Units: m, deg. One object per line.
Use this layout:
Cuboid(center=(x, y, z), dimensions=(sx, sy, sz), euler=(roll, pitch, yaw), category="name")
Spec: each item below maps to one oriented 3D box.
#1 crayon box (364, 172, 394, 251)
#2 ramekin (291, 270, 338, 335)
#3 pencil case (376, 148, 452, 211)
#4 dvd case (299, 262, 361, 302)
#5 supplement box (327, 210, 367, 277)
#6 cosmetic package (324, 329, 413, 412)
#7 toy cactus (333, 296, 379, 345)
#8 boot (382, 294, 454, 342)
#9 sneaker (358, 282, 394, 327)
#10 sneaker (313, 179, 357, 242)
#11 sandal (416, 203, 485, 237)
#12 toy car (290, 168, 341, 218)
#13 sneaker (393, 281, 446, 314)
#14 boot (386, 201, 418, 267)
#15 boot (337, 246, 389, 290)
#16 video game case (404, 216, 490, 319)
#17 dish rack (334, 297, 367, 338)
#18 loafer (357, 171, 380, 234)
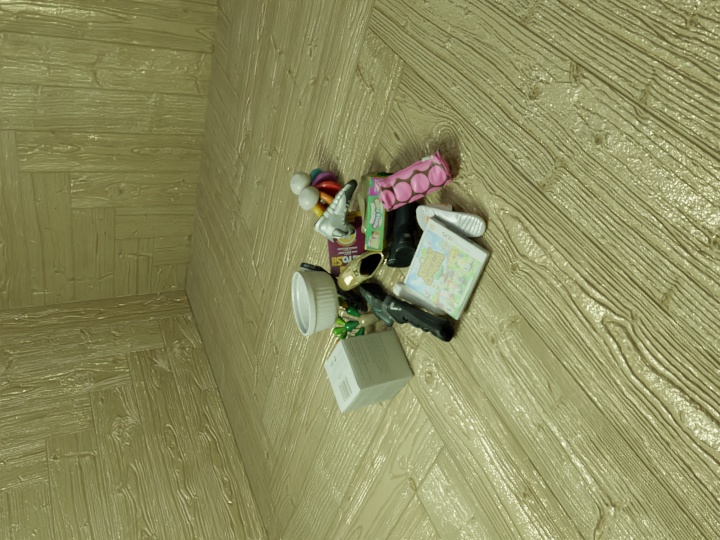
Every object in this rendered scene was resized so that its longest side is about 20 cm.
Cuboid(center=(0.060, -0.174, 1.636), dimensions=(0.173, 0.057, 0.205), euler=(-43, -42, -71), category="crayon box")
Cuboid(center=(-0.142, 0.097, 1.792), dimensions=(0.199, 0.103, 0.206), euler=(172, 90, -69), category="ramekin")
Cuboid(center=(0.135, -0.234, 1.473), dimensions=(0.197, 0.094, 0.092), euler=(-26, 53, 14), category="pencil case")
Cuboid(center=(-0.103, 0.040, 1.944), dimensions=(0.149, 0.199, 0.025), euler=(12, 68, 59), category="dvd case")
Cuboid(center=(-0.039, -0.086, 1.824), dimensions=(0.103, 0.127, 0.206), euler=(-25, -70, -83), category="supplement box")
Cuboid(center=(0.022, 0.308, 1.746), dimensions=(0.168, 0.196, 0.169), euler=(-57, 48, 46), category="cosmetic package")
Cuboid(center=(-0.019, 0.170, 1.840), dimensions=(0.102, 0.162, 0.205), euler=(21, -129, -76), category="toy cactus")
Cuboid(center=(0.176, 0.139, 1.567), dimensions=(0.197, 0.164, 0.067), euler=(19, 86, 34), category="boot")
Cuboid(center=(0.050, 0.104, 1.786), dimensions=(0.200, 0.074, 0.081), euler=(40, 131, 51), category="sneaker")
Cuboid(center=(-0.045, -0.172, 1.738), dimensions=(0.115, 0.075, 0.201), euler=(40, 108, 0), category="sneaker")
Cuboid(center=(0.237, -0.128, 1.449), dimensions=(0.203, 0.059, 0.081), euler=(14, 125, 37), category="sandal")
Cuboid(center=(-0.140, -0.279, 1.994), dimensions=(0.150, 0.174, 0.202), euler=(-41, 52, 13), category="toy car")
Cuboid(center=(0.172, 0.035, 1.575), dimensions=(0.198, 0.073, 0.119), euler=(22, 113, 46), category="sneaker")
Cuboid(center=(0.122, -0.113, 1.630), dimensions=(0.201, 0.074, 0.172), euler=(106, 168, -71), category="boot")
Cuboid(center=(0.000, 0.000, 1.691), dimensions=(0.198, 0.156, 0.073), euler=(-36, 94, 13), category="boot")
Cuboid(center=(0.216, -0.005, 1.451), dimensions=(0.181, 0.022, 0.203), euler=(35, 122, 25), category="video game case")
Cuboid(center=(-0.039, 0.202, 1.952), dimensions=(0.152, 0.054, 0.205), euler=(11, 94, 57), category="dish rack")
Cuboid(center=(0.023, -0.204, 1.740), dimensions=(0.076, 0.066, 0.205), euler=(46, -129, -70), category="loafer")
